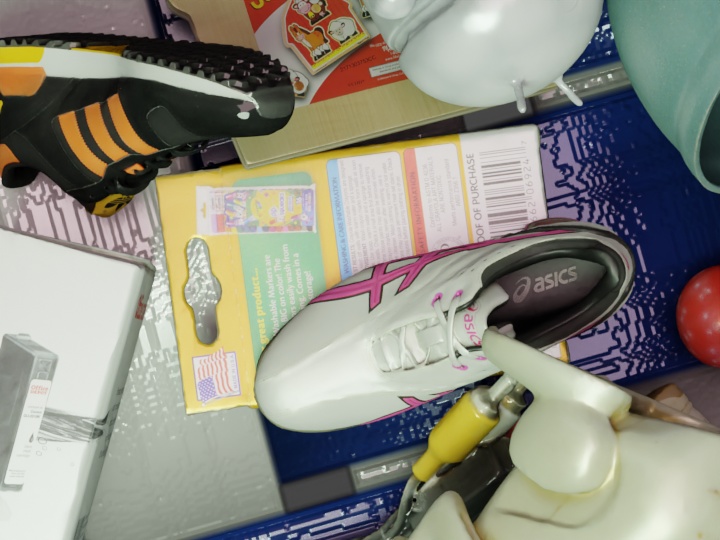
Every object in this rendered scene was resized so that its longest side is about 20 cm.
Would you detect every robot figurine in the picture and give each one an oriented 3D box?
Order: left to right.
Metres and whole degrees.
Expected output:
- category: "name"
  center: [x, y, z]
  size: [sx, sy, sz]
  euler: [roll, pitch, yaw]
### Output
- category: "robot figurine"
  center: [0.048, -0.166, 1.318]
  size: [0.113, 0.169, 0.201]
  euler: [-37, 77, 40]

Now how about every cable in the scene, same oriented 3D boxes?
- category: "cable"
  center: [0.027, 0.124, 1.374]
  size: [0.200, 0.097, 0.050]
  euler: [-36, 59, 15]

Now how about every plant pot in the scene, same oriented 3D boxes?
- category: "plant pot"
  center: [0.200, -0.158, 1.330]
  size: [0.200, 0.200, 0.134]
  euler: [-41, 66, -3]

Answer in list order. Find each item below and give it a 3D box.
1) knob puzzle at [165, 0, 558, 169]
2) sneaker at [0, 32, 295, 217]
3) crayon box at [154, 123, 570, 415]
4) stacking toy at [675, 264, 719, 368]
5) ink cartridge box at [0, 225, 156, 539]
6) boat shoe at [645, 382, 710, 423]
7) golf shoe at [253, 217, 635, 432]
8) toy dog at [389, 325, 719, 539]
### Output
- category: "knob puzzle"
  center: [-0.009, -0.164, 1.383]
  size: [0.218, 0.030, 0.221]
  euler: [2, 75, -9]
- category: "sneaker"
  center: [-0.110, -0.068, 1.325]
  size: [0.199, 0.070, 0.091]
  euler: [11, 105, 39]
- category: "crayon box"
  center: [0.000, 0.000, 1.372]
  size: [0.199, 0.052, 0.127]
  euler: [-7, 89, -4]
- category: "stacking toy"
  center: [0.263, 0.011, 1.376]
  size: [0.199, 0.085, 0.086]
  euler: [-14, 89, 3]
- category: "ink cartridge box"
  center: [-0.167, 0.082, 1.315]
  size: [0.083, 0.144, 0.201]
  euler: [16, 88, -2]
- category: "boat shoe"
  center: [0.117, 0.151, 1.361]
  size: [0.069, 0.074, 0.200]
  euler: [41, 85, 3]
- category: "golf shoe"
  center: [0.039, 0.023, 1.303]
  size: [0.199, 0.092, 0.073]
  euler: [-23, 90, -2]
- category: "toy dog"
  center: [0.107, 0.156, 1.246]
  size: [0.193, 0.139, 0.201]
  euler: [25, 92, 29]
